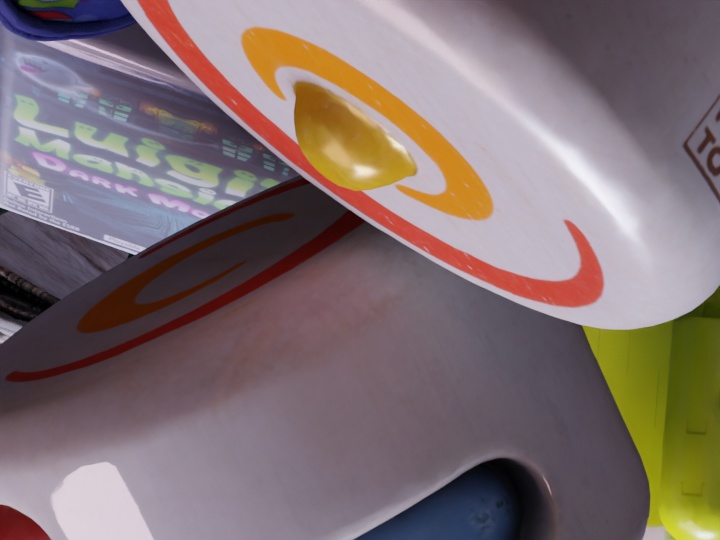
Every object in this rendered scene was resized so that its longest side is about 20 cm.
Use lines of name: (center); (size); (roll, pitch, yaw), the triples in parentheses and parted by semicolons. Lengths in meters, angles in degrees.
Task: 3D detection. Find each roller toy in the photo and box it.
roller toy: (0.032, -0.079, 0.710); (0.182, 0.140, 0.200); (37, 168, -9)
roller toy: (-0.018, 0.062, 0.870); (0.199, 0.182, 0.140); (-20, 103, 30)

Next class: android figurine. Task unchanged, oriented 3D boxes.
android figurine: (0.090, 0.060, 0.968); (0.041, 0.201, 0.182); (8, 175, -14)

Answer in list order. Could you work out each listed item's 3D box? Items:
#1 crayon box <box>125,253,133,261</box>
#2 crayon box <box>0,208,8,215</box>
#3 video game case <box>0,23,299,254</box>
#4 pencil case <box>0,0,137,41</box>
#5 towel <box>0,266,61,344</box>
crayon box: (0.002, 0.050, 1.257); (0.200, 0.058, 0.119); (30, 173, -30)
crayon box: (-0.188, -0.131, 1.194); (0.201, 0.051, 0.126); (64, -178, 26)
video game case: (-0.029, -0.027, 1.012); (0.199, 0.023, 0.182); (20, 160, -1)
pencil case: (-0.113, -0.144, 0.922); (0.078, 0.087, 0.200); (23, -165, -38)
towel: (-0.058, 0.062, 1.182); (0.192, 0.035, 0.200); (23, 171, 31)
